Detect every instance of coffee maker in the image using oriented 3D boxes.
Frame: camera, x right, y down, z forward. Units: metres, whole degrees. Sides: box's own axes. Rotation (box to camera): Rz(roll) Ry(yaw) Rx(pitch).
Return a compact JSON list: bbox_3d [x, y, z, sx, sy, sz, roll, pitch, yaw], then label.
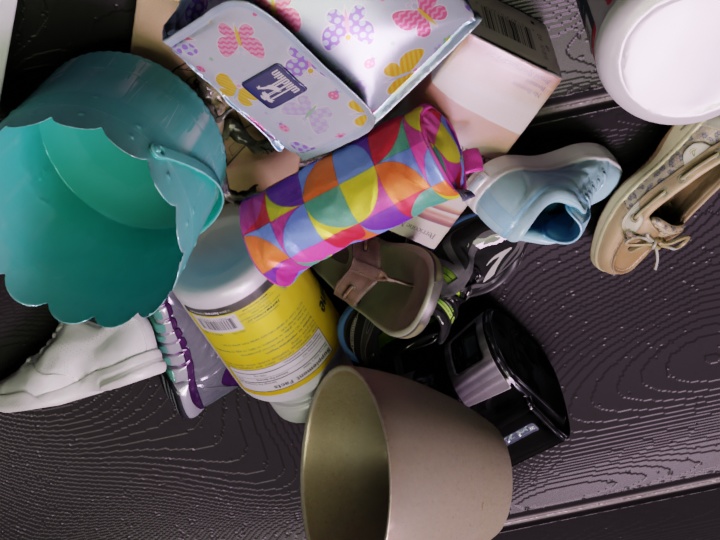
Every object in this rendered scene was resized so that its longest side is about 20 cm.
[{"bbox_3d":[0.095,0.146,1.884,0.199,0.136,0.192,-30,152,19],"label":"coffee maker"}]

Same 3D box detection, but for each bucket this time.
[{"bbox_3d":[-0.212,-0.069,1.613,0.205,0.135,0.209,12,128,15],"label":"bucket"}]

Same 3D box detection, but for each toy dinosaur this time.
[{"bbox_3d":[-0.121,-0.100,1.669,0.087,0.048,0.201,22,126,-3],"label":"toy dinosaur"}]

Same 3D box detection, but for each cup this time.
[{"bbox_3d":[0.048,0.183,1.718,0.142,0.201,0.202,1,130,-23],"label":"cup"}]

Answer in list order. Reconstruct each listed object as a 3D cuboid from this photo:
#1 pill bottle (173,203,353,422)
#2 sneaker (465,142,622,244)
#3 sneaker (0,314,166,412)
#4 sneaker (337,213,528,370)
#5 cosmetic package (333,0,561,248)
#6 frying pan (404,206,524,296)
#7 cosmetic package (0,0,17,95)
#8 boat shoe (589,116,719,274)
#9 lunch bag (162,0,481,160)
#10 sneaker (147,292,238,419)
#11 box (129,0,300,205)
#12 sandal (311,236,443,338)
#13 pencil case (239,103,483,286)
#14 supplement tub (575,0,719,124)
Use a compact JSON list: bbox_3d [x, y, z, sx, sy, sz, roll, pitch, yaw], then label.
[{"bbox_3d":[-0.082,0.043,1.757,0.111,0.113,0.201,-21,133,11],"label":"pill bottle"},{"bbox_3d":[0.170,-0.054,1.691,0.199,0.082,0.074,-13,148,-46],"label":"sneaker"},{"bbox_3d":[-0.265,0.074,1.813,0.199,0.075,0.089,-18,90,32],"label":"sneaker"},{"bbox_3d":[0.073,0.022,1.743,0.199,0.083,0.071,-37,127,-6],"label":"sneaker"},{"bbox_3d":[0.070,-0.130,1.667,0.103,0.088,0.201,21,124,-22],"label":"cosmetic package"},{"bbox_3d":[0.067,0.001,1.813,0.189,0.031,0.115,-32,125,15],"label":"frying pan"},{"bbox_3d":[-0.329,-0.197,1.581,0.100,0.072,0.201,8,127,-12],"label":"cosmetic package"},{"bbox_3d":[0.274,-0.064,1.743,0.073,0.063,0.201,-4,137,-45],"label":"boat shoe"},{"bbox_3d":[-0.033,-0.198,1.559,0.200,0.127,0.170,-40,118,12],"label":"lunch bag"},{"bbox_3d":[-0.153,0.041,1.808,0.087,0.075,0.201,-24,134,-15],"label":"sneaker"},{"bbox_3d":[-0.122,-0.143,1.678,0.162,0.021,0.201,6,128,-11],"label":"box"},{"bbox_3d":[-0.001,0.001,1.697,0.057,0.200,0.081,11,102,-41],"label":"sandal"},{"bbox_3d":[-0.003,-0.060,1.611,0.199,0.089,0.089,-24,128,22],"label":"pencil case"},{"bbox_3d":[0.236,-0.222,1.537,0.139,0.201,0.141,-3,130,-4],"label":"supplement tub"}]
